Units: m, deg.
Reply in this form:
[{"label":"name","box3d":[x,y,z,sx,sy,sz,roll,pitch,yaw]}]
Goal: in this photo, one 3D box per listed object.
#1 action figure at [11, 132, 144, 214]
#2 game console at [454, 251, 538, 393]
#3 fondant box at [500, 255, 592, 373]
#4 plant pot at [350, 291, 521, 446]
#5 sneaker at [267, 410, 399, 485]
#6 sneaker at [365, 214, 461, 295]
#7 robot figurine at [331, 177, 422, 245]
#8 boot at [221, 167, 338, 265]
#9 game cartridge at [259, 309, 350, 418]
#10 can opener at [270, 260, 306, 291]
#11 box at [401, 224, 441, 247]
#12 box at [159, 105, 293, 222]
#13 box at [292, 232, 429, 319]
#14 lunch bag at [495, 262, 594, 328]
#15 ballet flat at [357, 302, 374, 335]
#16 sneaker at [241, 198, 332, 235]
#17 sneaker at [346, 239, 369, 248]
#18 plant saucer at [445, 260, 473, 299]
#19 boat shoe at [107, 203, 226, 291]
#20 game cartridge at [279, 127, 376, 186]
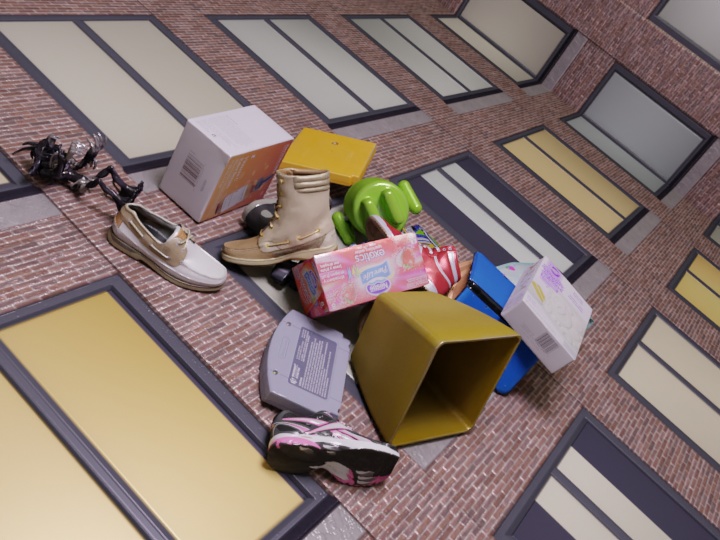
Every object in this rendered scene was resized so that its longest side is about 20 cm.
[{"label":"action figure","box3d":[-0.444,-0.171,1.272,0.199,0.102,0.119,29,25,-12]},{"label":"game console","box3d":[0.244,0.097,1.497,0.200,0.171,0.118,41,3,-12]},{"label":"fondant box","box3d":[0.351,0.077,1.485,0.144,0.058,0.200,48,34,-3]},{"label":"plant pot","box3d":[0.102,0.138,1.288,0.199,0.201,0.176,0,33,-42]},{"label":"sneaker","box3d":[-0.036,0.237,1.122,0.199,0.081,0.087,19,33,-25]},{"label":"sneaker","box3d":[0.103,-0.037,1.478,0.112,0.071,0.200,-30,75,-29]},{"label":"robot figurine","box3d":[0.029,-0.126,1.594,0.116,0.174,0.200,64,-6,-14]},{"label":"boot","box3d":[-0.141,-0.092,1.340,0.198,0.157,0.073,-6,23,-3]},{"label":"game cartridge","box3d":[-0.087,0.149,1.235,0.133,0.041,0.201,30,31,-13]},{"label":"can opener","box3d":[-0.088,-0.022,1.434,0.078,0.064,0.200,36,32,4]},{"label":"box","box3d":[0.149,0.001,1.614,0.064,0.070,0.200,-14,55,-49]},{"label":"box","box3d":[-0.240,-0.197,1.445,0.106,0.153,0.200,40,33,12]},{"label":"box","box3d":[0.001,0.009,1.336,0.199,0.102,0.095,-15,85,-29]},{"label":"lunch bag","box3d":[0.366,0.071,1.673,0.199,0.122,0.171,9,40,-44]},{"label":"ballet flat","box3d":[0.037,0.078,1.434,0.063,0.069,0.199,18,19,30]},{"label":"sneaker","box3d":[-0.117,-0.083,1.492,0.199,0.075,0.107,-16,60,-40]},{"label":"sneaker","box3d":[0.000,0.000,1.472,0.085,0.077,0.200,49,30,7]},{"label":"plant saucer","box3d":[0.229,0.078,1.524,0.199,0.032,0.202,8,72,-26]},{"label":"boat shoe","box3d":[-0.297,-0.035,1.256,0.199,0.069,0.075,27,33,-13]},{"label":"game cartridge","box3d":[-0.069,-0.247,1.735,0.175,0.033,0.200,14,33,7]}]
